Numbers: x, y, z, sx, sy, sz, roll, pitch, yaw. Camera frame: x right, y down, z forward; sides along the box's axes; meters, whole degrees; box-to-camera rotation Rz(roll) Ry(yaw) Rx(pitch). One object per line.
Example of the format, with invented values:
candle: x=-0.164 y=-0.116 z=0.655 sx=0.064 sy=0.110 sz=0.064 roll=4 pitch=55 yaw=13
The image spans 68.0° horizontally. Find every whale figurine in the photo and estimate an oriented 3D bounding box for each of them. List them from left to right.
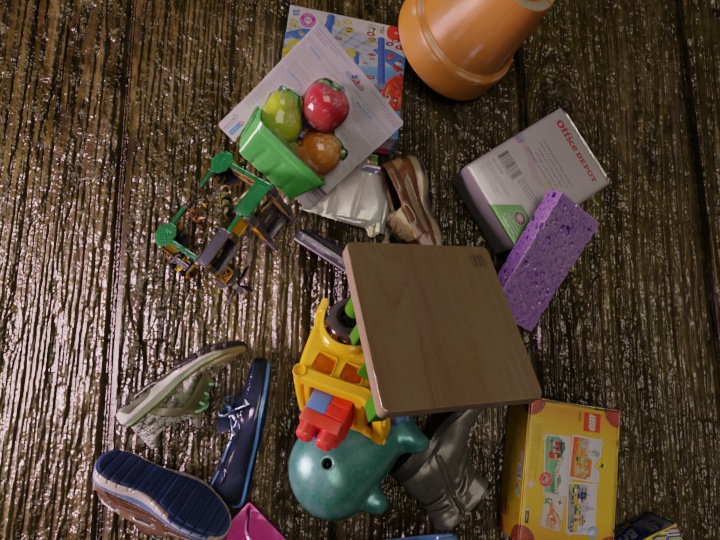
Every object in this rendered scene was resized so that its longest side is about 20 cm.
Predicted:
whale figurine: x=-0.005 y=0.251 z=0.729 sx=0.197 sy=0.104 sz=0.161 roll=-26 pitch=64 yaw=-4

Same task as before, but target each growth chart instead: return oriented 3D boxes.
growth chart: x=-0.025 y=-0.138 z=0.850 sx=0.197 sy=0.018 sz=0.147 roll=20 pitch=78 yaw=-5

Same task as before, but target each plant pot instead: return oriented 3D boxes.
plant pot: x=0.187 y=-0.396 z=0.814 sx=0.197 sy=0.183 sz=0.204 roll=6 pitch=77 yaw=-26

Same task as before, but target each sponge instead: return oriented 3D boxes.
sponge: x=0.274 y=-0.011 z=0.815 sx=0.111 sy=0.030 sz=0.202 roll=26 pitch=97 yaw=-34

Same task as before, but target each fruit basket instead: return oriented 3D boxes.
fruit basket: x=-0.068 y=-0.210 z=0.759 sx=0.200 sy=0.094 sz=0.185 roll=-42 pitch=122 yaw=13

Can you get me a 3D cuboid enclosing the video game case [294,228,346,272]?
video game case: x=0.000 y=0.000 z=0.769 sx=0.198 sy=0.143 sz=0.019 roll=33 pitch=94 yaw=-2

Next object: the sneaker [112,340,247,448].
sneaker: x=-0.236 y=0.172 z=0.750 sx=0.198 sy=0.077 sz=0.089 roll=-34 pitch=100 yaw=-7

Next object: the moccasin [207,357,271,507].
moccasin: x=-0.170 y=0.220 z=0.739 sx=0.067 sy=0.081 sz=0.204 roll=12 pitch=78 yaw=-2

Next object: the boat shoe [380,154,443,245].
boat shoe: x=0.072 y=-0.076 z=0.823 sx=0.073 sy=0.076 sz=0.204 roll=-8 pitch=79 yaw=-17

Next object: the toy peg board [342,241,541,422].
toy peg board: x=0.077 y=0.079 z=0.636 sx=0.196 sy=0.098 sz=0.203 roll=1 pitch=57 yaw=-23

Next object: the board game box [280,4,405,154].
board game box: x=-0.031 y=-0.301 z=0.849 sx=0.196 sy=0.056 sz=0.200 roll=8 pitch=75 yaw=-7

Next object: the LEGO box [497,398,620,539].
LEGO box: x=0.296 y=0.298 z=0.797 sx=0.146 sy=0.077 sz=0.204 roll=10 pitch=79 yaw=-7

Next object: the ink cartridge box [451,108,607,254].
ink cartridge box: x=0.271 y=-0.143 z=0.861 sx=0.198 sy=0.088 sz=0.147 roll=-32 pitch=88 yaw=-11

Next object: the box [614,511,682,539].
box: x=0.381 y=0.439 z=0.795 sx=0.197 sy=0.064 sz=0.071 roll=-18 pitch=83 yaw=-10

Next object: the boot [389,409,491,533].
boot: x=0.148 y=0.275 z=0.793 sx=0.200 sy=0.068 sz=0.131 roll=-45 pitch=94 yaw=-5

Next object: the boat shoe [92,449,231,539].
boat shoe: x=-0.263 y=0.312 z=0.713 sx=0.197 sy=0.072 sz=0.073 roll=26 pitch=118 yaw=9

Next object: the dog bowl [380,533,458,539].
dog bowl: x=0.049 y=0.397 z=0.732 sx=0.196 sy=0.112 sz=0.050 roll=-1 pitch=67 yaw=-8

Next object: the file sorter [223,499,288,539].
file sorter: x=-0.167 y=0.436 z=0.677 sx=0.139 sy=0.125 sz=0.200 roll=45 pitch=78 yaw=-2

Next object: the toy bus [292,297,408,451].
toy bus: x=0.005 y=0.156 z=0.698 sx=0.197 sy=0.137 sz=0.193 roll=16 pitch=49 yaw=13

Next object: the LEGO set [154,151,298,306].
LEGO set: x=-0.188 y=-0.059 z=0.786 sx=0.152 sy=0.116 sz=0.202 roll=20 pitch=72 yaw=25
